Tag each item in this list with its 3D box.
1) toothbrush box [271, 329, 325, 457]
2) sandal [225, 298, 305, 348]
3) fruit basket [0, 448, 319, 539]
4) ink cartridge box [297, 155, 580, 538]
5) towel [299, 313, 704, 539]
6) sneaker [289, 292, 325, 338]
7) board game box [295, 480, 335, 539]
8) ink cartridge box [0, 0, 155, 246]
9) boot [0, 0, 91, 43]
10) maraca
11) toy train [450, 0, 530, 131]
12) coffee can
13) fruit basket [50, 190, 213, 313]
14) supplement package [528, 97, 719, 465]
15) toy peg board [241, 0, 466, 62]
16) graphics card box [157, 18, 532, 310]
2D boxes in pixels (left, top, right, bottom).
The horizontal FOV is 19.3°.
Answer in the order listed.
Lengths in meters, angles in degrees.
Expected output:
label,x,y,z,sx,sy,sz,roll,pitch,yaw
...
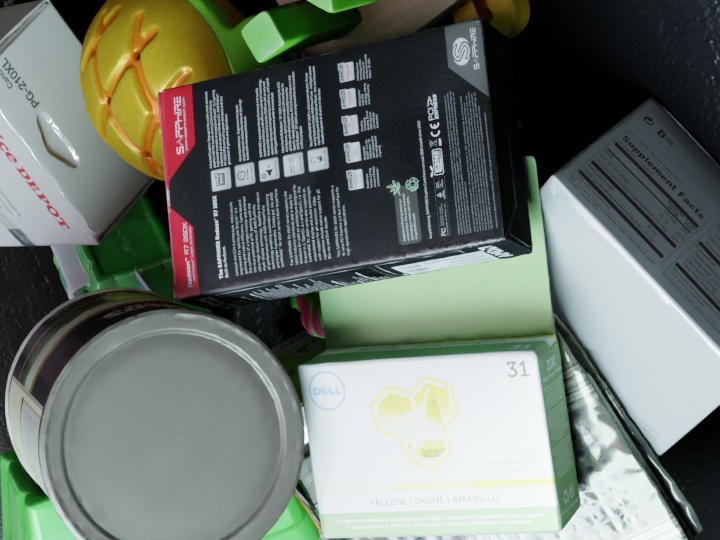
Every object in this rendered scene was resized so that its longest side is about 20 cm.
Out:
label,x,y,z,sx,sy,sz,roll,pitch,yaw
toothbrush box,0.011,0.113,1.356,0.086,0.200,0.146,-28,101,4
sandal,-0.075,0.065,1.510,0.048,0.075,0.201,53,140,46
fruit basket,-0.138,0.195,1.429,0.156,0.215,0.216,-137,29,-62
ink cartridge box,0.037,0.045,1.167,0.145,0.048,0.201,-4,101,24
towel,0.086,0.145,1.221,0.200,0.035,0.193,-30,95,24
sneaker,0.000,0.000,1.326,0.084,0.200,0.077,6,109,-9
board game box,-0.040,0.152,1.488,0.105,0.023,0.200,49,168,48
ink cartridge box,-0.247,-0.095,1.429,0.200,0.084,0.145,-1,132,49
boot,-0.276,-0.194,1.491,0.168,0.076,0.200,-17,112,51
maraca,-0.100,-0.111,1.288,0.200,0.107,0.137,21,127,46
toy train,0.038,-0.147,1.244,0.150,0.056,0.201,8,109,32
coffee can,-0.127,0.088,1.237,0.147,0.146,0.200,61,168,-10
fruit basket,-0.163,0.044,1.511,0.185,0.094,0.200,-121,23,-46
supplement package,0.145,0.030,1.238,0.156,0.111,0.200,47,139,7
toy peg board,-0.015,-0.226,1.162,0.200,0.098,0.199,-33,85,35
graphics card box,-0.010,-0.056,1.158,0.200,0.051,0.126,-11,76,23
